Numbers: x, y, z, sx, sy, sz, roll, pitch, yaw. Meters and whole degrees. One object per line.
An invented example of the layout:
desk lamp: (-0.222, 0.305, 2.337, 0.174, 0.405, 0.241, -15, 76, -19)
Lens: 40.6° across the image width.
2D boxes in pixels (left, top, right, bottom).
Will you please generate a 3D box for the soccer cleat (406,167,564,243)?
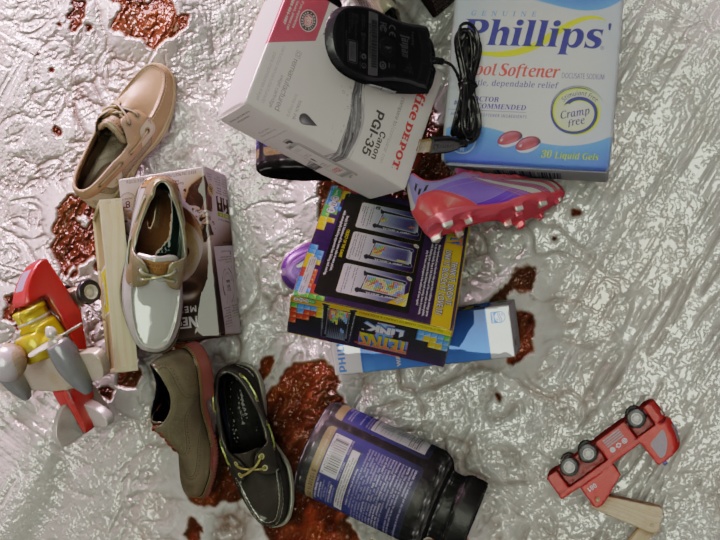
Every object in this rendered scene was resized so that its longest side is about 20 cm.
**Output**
soccer cleat: (0.140, -0.084, 1.060, 0.199, 0.067, 0.077, -13, 69, -30)

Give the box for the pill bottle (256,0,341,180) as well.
pill bottle: (-0.065, -0.210, 1.125, 0.111, 0.112, 0.202, 0, 88, 13)

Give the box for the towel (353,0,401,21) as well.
towel: (0.000, -0.331, 1.081, 0.034, 0.193, 0.201, -30, 80, 2)

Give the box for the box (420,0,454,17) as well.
box: (0.087, -0.358, 1.058, 0.100, 0.200, 0.075, -37, 81, 9)

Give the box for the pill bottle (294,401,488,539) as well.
pill bottle: (0.036, 0.236, 1.092, 0.199, 0.112, 0.113, 23, 93, 13)

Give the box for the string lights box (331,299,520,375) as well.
string lights box: (0.075, 0.075, 1.093, 0.198, 0.103, 0.059, -7, 90, 12)

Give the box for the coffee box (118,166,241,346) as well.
coffee box: (-0.217, -0.014, 1.175, 0.112, 0.080, 0.202, -8, 86, 11)

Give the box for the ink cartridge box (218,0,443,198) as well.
ink cartridge box: (-0.027, -0.185, 1.025, 0.199, 0.083, 0.147, 25, 75, -25)

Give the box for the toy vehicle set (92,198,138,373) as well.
toy vehicle set: (-0.297, 0.023, 1.173, 0.026, 0.124, 0.202, -5, 86, -19)

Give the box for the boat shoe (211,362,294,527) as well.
boat shoe: (-0.133, 0.211, 1.157, 0.071, 0.061, 0.203, -18, 84, 12)

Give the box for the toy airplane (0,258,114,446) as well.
toy airplane: (-0.375, 0.115, 1.164, 0.199, 0.141, 0.201, 45, 125, 31)

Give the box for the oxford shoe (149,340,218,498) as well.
oxford shoe: (-0.215, 0.184, 1.146, 0.070, 0.074, 0.202, 19, 117, 49)

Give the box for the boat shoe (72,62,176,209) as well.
boat shoe: (-0.289, -0.171, 1.195, 0.071, 0.065, 0.201, 20, 80, 15)

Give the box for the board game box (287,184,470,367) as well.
board game box: (0.025, 0.000, 1.032, 0.164, 0.201, 0.057, 14, 130, 3)

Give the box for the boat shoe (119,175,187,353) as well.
boat shoe: (-0.232, -0.006, 1.092, 0.074, 0.068, 0.202, -1, 88, -16)

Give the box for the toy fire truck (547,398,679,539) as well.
toy fire truck: (0.281, 0.252, 1.067, 0.200, 0.049, 0.141, -38, 81, 8)

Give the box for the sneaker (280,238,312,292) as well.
sneaker: (0.000, 0.000, 1.124, 0.198, 0.083, 0.081, 4, 89, 14)

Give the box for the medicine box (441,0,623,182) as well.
medicine box: (0.191, -0.206, 1.078, 0.181, 0.103, 0.202, 4, 90, 13)

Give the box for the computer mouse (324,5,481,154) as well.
computer mouse: (0.041, -0.188, 0.992, 0.046, 0.199, 0.142, -6, 87, 55)
